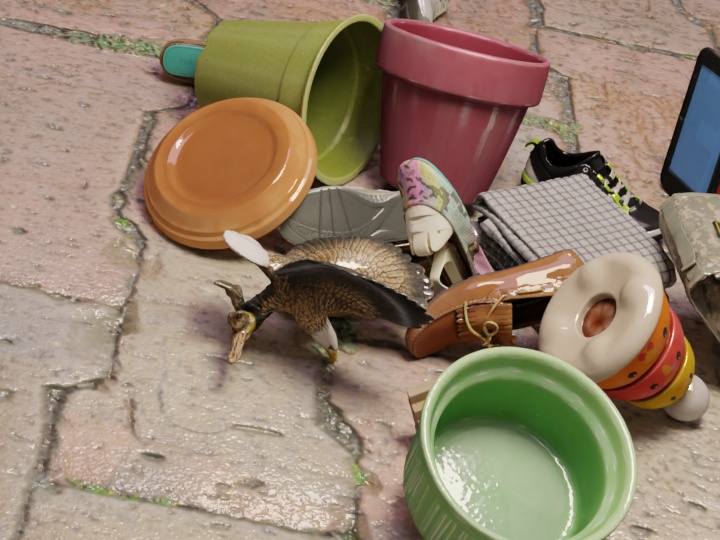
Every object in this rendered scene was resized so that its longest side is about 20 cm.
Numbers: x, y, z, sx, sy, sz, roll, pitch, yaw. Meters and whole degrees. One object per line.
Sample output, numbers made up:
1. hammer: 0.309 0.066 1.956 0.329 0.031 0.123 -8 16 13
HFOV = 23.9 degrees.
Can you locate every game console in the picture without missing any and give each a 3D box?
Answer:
1. game console: 0.401 -0.135 2.016 0.118 0.201 0.172 25 35 20

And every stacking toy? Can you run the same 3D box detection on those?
1. stacking toy: 0.286 0.087 1.692 0.200 0.146 0.147 36 19 -33

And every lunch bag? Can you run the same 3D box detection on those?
1. lunch bag: 0.407 0.012 1.808 0.200 0.118 0.165 37 25 -24

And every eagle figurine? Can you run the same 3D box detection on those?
1. eagle figurine: -0.033 0.022 1.676 0.199 0.151 0.153 -19 55 9

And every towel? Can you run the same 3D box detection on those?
1. towel: 0.228 -0.014 1.884 0.165 0.086 0.200 -12 42 -31

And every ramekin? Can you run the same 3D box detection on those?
1. ramekin: 0.134 0.178 1.498 0.198 0.098 0.201 9 54 -13

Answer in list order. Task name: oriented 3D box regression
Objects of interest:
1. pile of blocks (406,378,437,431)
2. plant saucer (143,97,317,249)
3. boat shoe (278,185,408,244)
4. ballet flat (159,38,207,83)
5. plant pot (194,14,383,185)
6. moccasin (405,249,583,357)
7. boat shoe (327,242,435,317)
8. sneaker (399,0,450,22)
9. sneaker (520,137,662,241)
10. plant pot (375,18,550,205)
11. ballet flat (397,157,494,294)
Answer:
1. pile of blocks: 0.143 0.141 1.618 0.198 0.083 0.062 1 34 -19
2. plant saucer: -0.146 -0.115 1.854 0.198 0.038 0.201 -8 53 11
3. boat shoe: -0.003 -0.059 1.890 0.200 0.075 0.065 -8 1 -24
4. ballet flat: -0.153 -0.254 2.142 0.198 0.068 0.072 8 14 0
5. plant pot: -0.088 -0.220 2.012 0.189 0.202 0.200 17 31 30
6. moccasin: 0.143 0.047 1.736 0.200 0.074 0.078 -16 54 -8
7. boat shoe: 0.000 0.000 1.797 0.199 0.065 0.071 -7 38 -29
8. sneaker: 0.096 -0.393 2.419 0.080 0.071 0.201 10 32 -9
9. sneaker: 0.279 -0.098 2.025 0.199 0.083 0.072 24 35 17
10. plant pot: 0.104 -0.181 1.974 0.198 0.180 0.200 13 16 -4
11. ballet flat: 0.088 -0.021 1.763 0.069 0.201 0.071 -2 40 41
